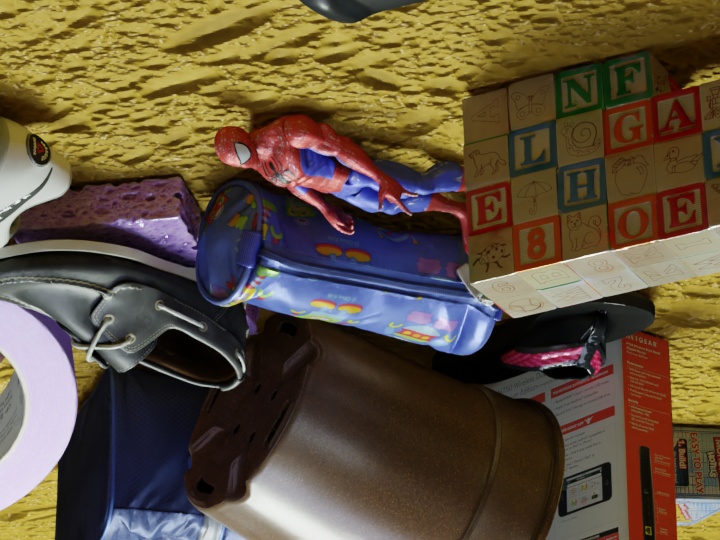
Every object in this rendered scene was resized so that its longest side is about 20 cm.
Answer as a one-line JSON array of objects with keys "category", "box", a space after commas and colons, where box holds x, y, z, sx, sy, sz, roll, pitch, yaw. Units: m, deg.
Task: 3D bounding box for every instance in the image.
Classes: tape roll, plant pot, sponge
[{"category": "tape roll", "box": [-0.281, 0.069, 1.690, 0.199, 0.066, 0.201, -5, 125, -7]}, {"category": "plant pot", "box": [0.002, 0.134, 1.799, 0.198, 0.201, 0.200, 31, 146, -23]}, {"category": "sponge", "box": [-0.141, -0.002, 1.690, 0.111, 0.030, 0.200, -5, 156, 11]}]

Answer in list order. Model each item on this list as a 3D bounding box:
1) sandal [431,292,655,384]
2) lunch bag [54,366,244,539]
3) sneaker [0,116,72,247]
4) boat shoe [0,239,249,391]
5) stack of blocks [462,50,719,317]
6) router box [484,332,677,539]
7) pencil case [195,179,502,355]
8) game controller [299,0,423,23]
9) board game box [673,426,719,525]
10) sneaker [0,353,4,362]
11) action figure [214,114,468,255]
[{"category": "sandal", "box": [0.127, 0.058, 1.808, 0.075, 0.045, 0.200, 19, 150, -34]}, {"category": "lunch bag", "box": [-0.137, 0.155, 1.922, 0.132, 0.137, 0.200, 8, 155, -18]}, {"category": "sneaker", "box": [-0.250, -0.032, 1.563, 0.199, 0.074, 0.088, -20, 148, 40]}, {"category": "boat shoe", "box": [-0.149, 0.026, 1.626, 0.199, 0.068, 0.072, 17, 153, -40]}, {"category": "stack of blocks", "box": [0.158, -0.056, 1.454, 0.199, 0.116, 0.059, -13, 154, 26]}, {"category": "router box", "box": [0.136, 0.155, 1.865, 0.049, 0.180, 0.200, 17, 152, -34]}, {"category": "pencil case", "box": [0.000, 0.000, 1.629, 0.199, 0.078, 0.087, 12, 178, -26]}, {"category": "game controller", "box": [0.046, -0.166, 1.307, 0.199, 0.042, 0.104, -11, 169, 26]}, {"category": "board game box", "box": [0.193, 0.171, 2.055, 0.199, 0.062, 0.200, -2, 157, 7]}, {"category": "sneaker", "box": [-0.332, 0.067, 1.799, 0.199, 0.076, 0.116, -8, 159, 16]}, {"category": "action figure", "box": [0.000, -0.051, 1.555, 0.199, 0.052, 0.065, 18, 155, -30]}]
